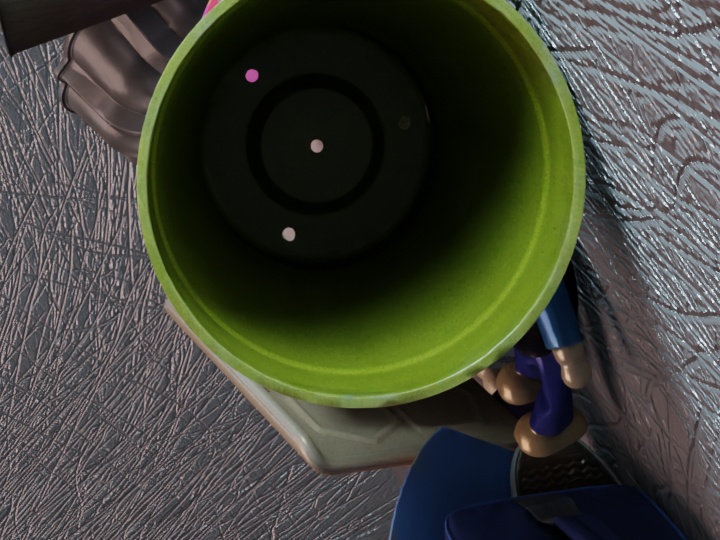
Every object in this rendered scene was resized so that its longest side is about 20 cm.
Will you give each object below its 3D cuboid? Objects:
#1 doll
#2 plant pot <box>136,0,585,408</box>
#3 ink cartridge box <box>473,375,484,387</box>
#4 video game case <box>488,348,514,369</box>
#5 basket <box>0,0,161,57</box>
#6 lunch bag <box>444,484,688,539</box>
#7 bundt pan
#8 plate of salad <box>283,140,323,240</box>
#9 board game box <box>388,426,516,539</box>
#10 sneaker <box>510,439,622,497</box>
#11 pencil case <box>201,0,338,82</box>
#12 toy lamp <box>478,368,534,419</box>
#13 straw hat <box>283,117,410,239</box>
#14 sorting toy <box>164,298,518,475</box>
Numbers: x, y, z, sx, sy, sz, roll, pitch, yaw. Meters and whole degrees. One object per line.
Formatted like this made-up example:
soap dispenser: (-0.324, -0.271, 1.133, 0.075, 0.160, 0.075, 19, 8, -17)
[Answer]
doll: (0.093, 0.014, 1.112, 0.201, 0.048, 0.137, 78, 175, -46)
plant pot: (-0.011, -0.054, 1.001, 0.201, 0.199, 0.193, 65, 177, -11)
ink cartridge box: (0.084, 0.114, 1.538, 0.147, 0.082, 0.200, 61, 174, 35)
video game case: (0.000, 0.000, 1.332, 0.200, 0.181, 0.024, 49, 125, 49)
basket: (-0.125, -0.227, 1.207, 0.136, 0.198, 0.181, 87, 168, -57)
lunch bag: (0.124, 0.204, 1.137, 0.200, 0.135, 0.133, -131, 33, -64)
bundt pan: (-0.098, -0.143, 1.368, 0.076, 0.201, 0.202, 51, 171, 20)
plate of salad: (-0.012, -0.113, 1.233, 0.200, 0.048, 0.202, -171, 90, -68)
board game box: (0.065, 0.187, 1.281, 0.199, 0.039, 0.159, 22, -113, -48)
sneaker: (0.149, 0.194, 1.300, 0.201, 0.072, 0.085, 62, 173, 7)
pencil case: (-0.043, -0.146, 1.130, 0.089, 0.088, 0.201, 61, 145, 31)
toy lamp: (0.067, 0.026, 1.443, 0.201, 0.058, 0.058, 58, 173, 34)
straw hat: (0.000, -0.070, 1.348, 0.086, 0.200, 0.201, -70, 26, 21)
sorting toy: (-0.007, 0.074, 1.330, 0.185, 0.199, 0.037, 43, 120, 42)
